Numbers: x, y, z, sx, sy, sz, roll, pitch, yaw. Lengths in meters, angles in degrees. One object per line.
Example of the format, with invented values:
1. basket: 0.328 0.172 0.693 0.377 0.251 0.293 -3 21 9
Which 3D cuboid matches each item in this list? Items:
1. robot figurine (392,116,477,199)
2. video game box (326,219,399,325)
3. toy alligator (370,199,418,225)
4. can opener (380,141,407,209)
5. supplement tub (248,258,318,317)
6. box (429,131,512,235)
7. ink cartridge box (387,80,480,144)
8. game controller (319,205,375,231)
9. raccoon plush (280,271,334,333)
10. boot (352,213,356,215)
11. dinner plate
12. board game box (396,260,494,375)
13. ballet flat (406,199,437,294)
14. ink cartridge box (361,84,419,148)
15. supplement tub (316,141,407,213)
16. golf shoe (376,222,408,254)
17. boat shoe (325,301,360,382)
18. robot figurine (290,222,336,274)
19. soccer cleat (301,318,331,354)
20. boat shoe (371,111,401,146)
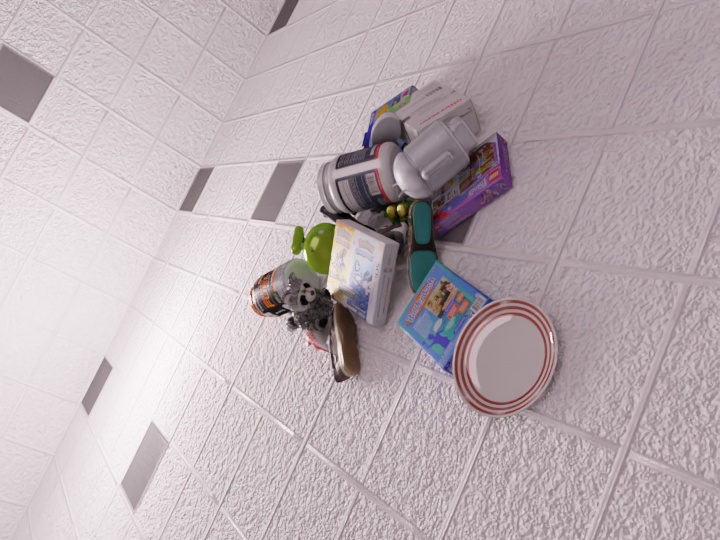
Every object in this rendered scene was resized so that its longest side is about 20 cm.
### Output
1. robot figurine: 0.149 -0.230 1.383 0.199 0.113 0.170 -40 12 9
2. video game box: 0.000 0.000 1.480 0.199 0.046 0.187 28 112 51
3. toy alligator: 0.090 -0.129 1.552 0.198 0.058 0.056 -4 101 56
4. can opener: 0.096 -0.240 1.643 0.052 0.066 0.202 39 103 20
5. supplement tub: -0.212 0.054 1.784 0.198 0.121 0.125 -26 44 45
6. box: 0.227 -0.181 1.394 0.199 0.039 0.139 -35 38 37
7. ink cartridge box: 0.167 -0.352 1.539 0.144 0.085 0.201 -31 32 -2
8. game controller: -0.032 -0.122 1.677 0.043 0.103 0.200 -60 30 5
9. raccoon plush: -0.156 0.089 1.522 0.199 0.132 0.098 -37 37 35
10. boot: 0.002 -0.251 1.790 0.130 0.067 0.203 -40 42 23
11. dinner plate: 0.238 0.143 1.091 0.198 0.024 0.204 -25 50 34
12. board game box: 0.163 0.086 1.256 0.154 0.045 0.200 -57 31 6
13. ballet flat: 0.127 -0.044 1.392 0.075 0.066 0.206 120 150 -80
14. ink cartridge box: 0.084 -0.377 1.751 0.198 0.075 0.139 -25 44 48
15. supplement tub: 0.009 -0.217 1.579 0.196 0.141 0.143 -9 54 29
16. golf shoe: 0.044 -0.049 1.547 0.198 0.078 0.095 -26 21 48
17. boat shoe: -0.047 0.160 1.492 0.064 0.071 0.203 -37 43 25
18. robot figurine: -0.086 -0.056 1.660 0.200 0.171 0.119 -103 22 -79
19. soccer cleat: -0.099 0.131 1.597 0.087 0.067 0.200 -65 24 12
20. boat shoe: 0.060 -0.326 1.588 0.201 0.070 0.067 87 -178 -67
